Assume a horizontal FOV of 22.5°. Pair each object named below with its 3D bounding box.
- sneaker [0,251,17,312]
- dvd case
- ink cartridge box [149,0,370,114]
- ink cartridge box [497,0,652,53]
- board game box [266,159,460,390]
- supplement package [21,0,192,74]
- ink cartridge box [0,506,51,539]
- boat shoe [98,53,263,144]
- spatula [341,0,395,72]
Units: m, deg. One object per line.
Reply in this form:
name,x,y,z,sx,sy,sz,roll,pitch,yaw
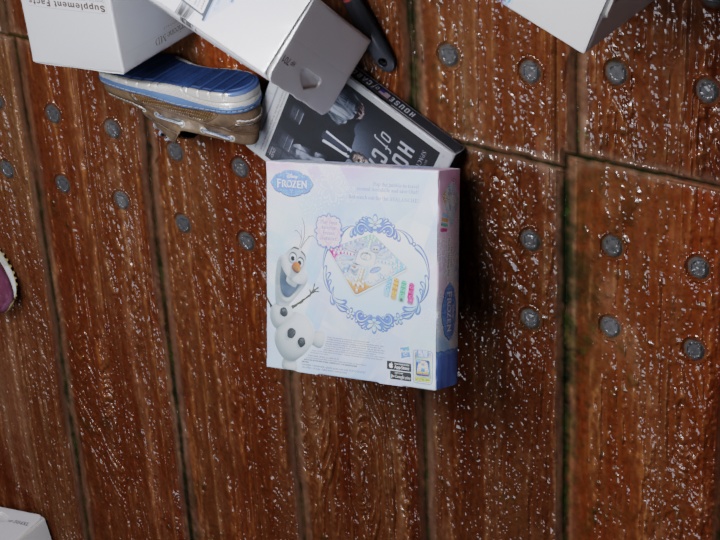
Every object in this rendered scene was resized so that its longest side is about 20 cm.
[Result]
sneaker,-0.481,-0.022,2.086,0.200,0.090,0.075,51,134,0
dvd case,-0.009,-0.118,1.722,0.199,0.025,0.151,38,133,13
ink cartridge box,-0.109,-0.236,1.620,0.199,0.146,0.086,33,93,22
ink cartridge box,0.150,-0.298,1.410,0.199,0.147,0.145,34,131,15
board game box,0.000,0.000,1.698,0.198,0.043,0.201,6,100,35
supplement package,-0.249,-0.305,1.720,0.119,0.121,0.202,11,122,31
ink cartridge box,-0.454,0.411,2.332,0.145,0.084,0.202,3,119,35
boat shoe,-0.179,-0.162,1.780,0.199,0.072,0.073,17,126,38
spatula,-0.018,-0.269,1.639,0.056,0.021,0.201,-15,107,37
